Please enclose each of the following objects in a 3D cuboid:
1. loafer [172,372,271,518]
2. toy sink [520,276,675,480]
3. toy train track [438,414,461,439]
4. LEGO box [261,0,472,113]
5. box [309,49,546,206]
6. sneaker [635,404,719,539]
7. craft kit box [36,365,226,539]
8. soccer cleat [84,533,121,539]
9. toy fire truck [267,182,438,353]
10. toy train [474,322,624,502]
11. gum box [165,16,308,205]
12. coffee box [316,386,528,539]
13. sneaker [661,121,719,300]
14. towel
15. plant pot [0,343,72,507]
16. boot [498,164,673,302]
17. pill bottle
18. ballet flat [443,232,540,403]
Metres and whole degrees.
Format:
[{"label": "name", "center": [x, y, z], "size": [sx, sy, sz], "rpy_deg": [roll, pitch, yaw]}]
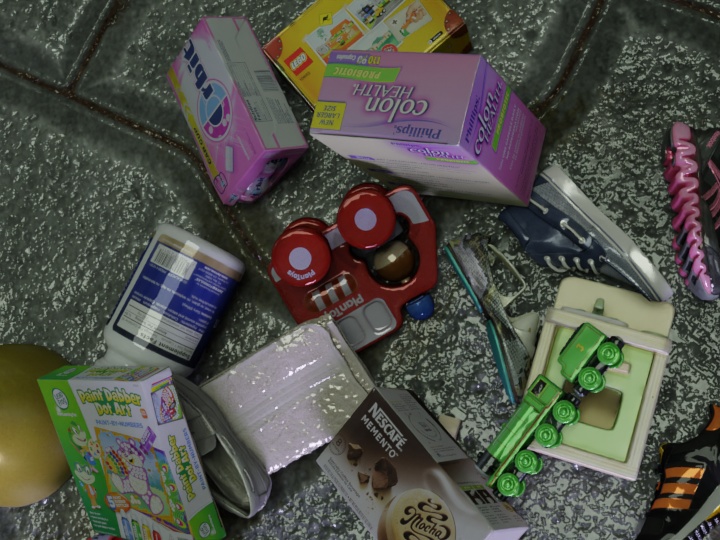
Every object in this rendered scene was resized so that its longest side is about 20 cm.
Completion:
[{"label": "loafer", "center": [-0.175, 0.187, 1.088], "size": [0.200, 0.070, 0.070], "rpy_deg": [45, 103, -5]}, {"label": "toy sink", "center": [0.248, 0.105, 1.049], "size": [0.130, 0.112, 0.200], "rpy_deg": [16, 82, 15]}, {"label": "toy train track", "center": [0.072, 0.257, 1.096], "size": [0.115, 0.033, 0.200], "rpy_deg": [14, 82, 15]}, {"label": "LEGO box", "center": [0.009, -0.266, 1.198], "size": [0.200, 0.077, 0.149], "rpy_deg": [-40, 73, 2]}, {"label": "box", "center": [0.077, -0.151, 1.074], "size": [0.176, 0.200, 0.097], "rpy_deg": [10, 82, 32]}, {"label": "sneaker", "center": [0.331, 0.227, 1.036], "size": [0.200, 0.070, 0.090], "rpy_deg": [-45, 58, 0]}, {"label": "craft kit box", "center": [-0.250, 0.199, 1.083], "size": [0.200, 0.049, 0.198], "rpy_deg": [-6, 104, 42]}, {"label": "soccer cleat", "center": [-0.265, 0.391, 1.127], "size": [0.076, 0.067, 0.200], "rpy_deg": [-32, 71, -2]}, {"label": "toy fire truck", "center": [0.000, 0.000, 1.140], "size": [0.200, 0.112, 0.168], "rpy_deg": [-29, 98, 5]}, {"label": "toy train", "center": [0.184, 0.138, 0.984], "size": [0.056, 0.042, 0.200], "rpy_deg": [38, 93, 25]}, {"label": "gum box", "center": [-0.148, -0.187, 1.191], "size": [0.114, 0.066, 0.200], "rpy_deg": [-42, 67, 45]}, {"label": "coffee box", "center": [0.060, 0.229, 1.039], "size": [0.113, 0.080, 0.200], "rpy_deg": [-52, 56, 17]}, {"label": "sneaker", "center": [0.386, -0.068, 1.083], "size": [0.095, 0.079, 0.200], "rpy_deg": [-3, 79, 0]}, {"label": "towel", "center": [-0.083, 0.146, 1.119], "size": [0.200, 0.034, 0.133], "rpy_deg": [-32, 97, 13]}, {"label": "plant pot", "center": [-0.440, 0.176, 1.168], "size": [0.200, 0.142, 0.200], "rpy_deg": [-3, 78, 12]}, {"label": "boot", "center": [0.246, -0.020, 1.105], "size": [0.090, 0.073, 0.200], "rpy_deg": [-43, 65, 8]}, {"label": "pill bottle", "center": [-0.227, 0.055, 1.161], "size": [0.116, 0.116, 0.200], "rpy_deg": [26, 85, 16]}, {"label": "ballet flat", "center": [0.159, 0.045, 1.104], "size": [0.072, 0.072, 0.200], "rpy_deg": [-24, 75, 6]}]
